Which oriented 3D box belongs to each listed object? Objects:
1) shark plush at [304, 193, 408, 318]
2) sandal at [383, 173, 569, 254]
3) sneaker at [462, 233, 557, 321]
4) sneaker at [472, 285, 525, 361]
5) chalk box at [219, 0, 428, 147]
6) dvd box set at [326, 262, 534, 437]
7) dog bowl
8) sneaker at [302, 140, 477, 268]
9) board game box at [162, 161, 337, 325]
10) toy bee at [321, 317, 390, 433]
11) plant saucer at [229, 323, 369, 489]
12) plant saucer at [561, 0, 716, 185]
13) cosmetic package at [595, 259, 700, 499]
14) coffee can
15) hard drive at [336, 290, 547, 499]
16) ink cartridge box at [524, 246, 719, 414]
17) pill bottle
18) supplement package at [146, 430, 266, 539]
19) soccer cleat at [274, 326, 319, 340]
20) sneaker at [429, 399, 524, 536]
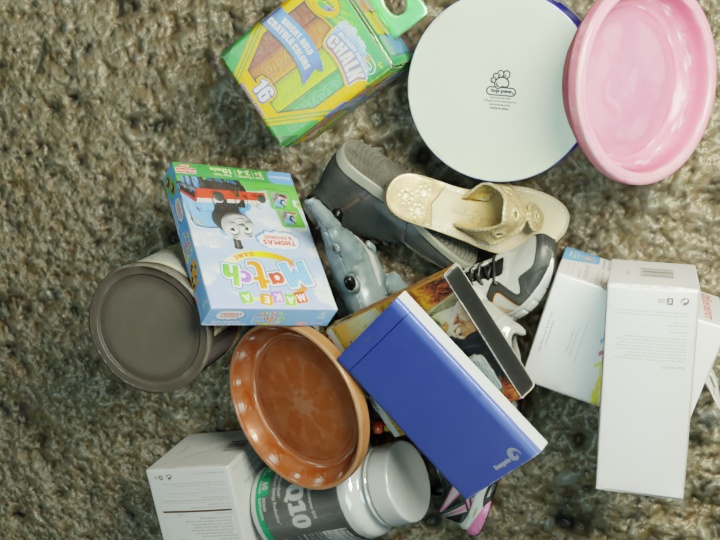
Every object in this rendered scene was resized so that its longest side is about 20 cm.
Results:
[{"bbox_3d":[0.000,0.000,1.086,0.091,0.083,0.200,-9,119,9],"label":"shark plush"},{"bbox_3d":[0.132,-0.059,1.042,0.211,0.070,0.078,11,95,-10],"label":"sandal"},{"bbox_3d":[0.135,0.023,1.070,0.080,0.074,0.200,31,131,-16],"label":"sneaker"},{"bbox_3d":[0.125,0.115,1.046,0.092,0.076,0.200,35,143,31],"label":"sneaker"},{"bbox_3d":[-0.024,-0.242,1.059,0.200,0.124,0.125,-34,92,22],"label":"chalk box"},{"bbox_3d":[0.066,0.089,1.016,0.200,0.029,0.146,-27,97,48],"label":"dvd box set"},{"bbox_3d":[0.153,-0.196,1.039,0.200,0.079,0.201,4,105,16],"label":"dog bowl"},{"bbox_3d":[0.035,-0.054,1.128,0.200,0.075,0.106,39,132,-4],"label":"sneaker"},{"bbox_3d":[-0.123,-0.029,1.084,0.037,0.151,0.200,-53,47,42],"label":"board game box"},{"bbox_3d":[0.026,0.139,1.150,0.200,0.109,0.131,25,108,11],"label":"toy bee"},{"bbox_3d":[-0.068,0.150,1.113,0.200,0.032,0.201,15,115,36],"label":"plant saucer"},{"bbox_3d":[0.269,-0.186,0.968,0.051,0.200,0.201,17,113,54],"label":"plant saucer"},{"bbox_3d":[0.270,0.099,0.926,0.085,0.108,0.200,5,103,15],"label":"cosmetic package"},{"bbox_3d":[-0.199,0.040,1.145,0.146,0.200,0.147,5,105,17],"label":"coffee can"},{"bbox_3d":[0.077,0.129,0.989,0.200,0.025,0.132,47,137,5],"label":"hard drive"},{"bbox_3d":[0.290,0.074,1.039,0.200,0.129,0.125,18,108,11],"label":"ink cartridge box"},{"bbox_3d":[-0.024,0.269,1.179,0.200,0.113,0.113,-20,97,31],"label":"pill bottle"},{"bbox_3d":[-0.172,0.319,1.250,0.120,0.121,0.200,-7,102,20],"label":"supplement package"},{"bbox_3d":[-0.080,0.094,1.195,0.069,0.085,0.200,15,131,31],"label":"soccer cleat"},{"bbox_3d":[0.129,0.217,1.150,0.086,0.080,0.200,20,108,9],"label":"sneaker"}]
